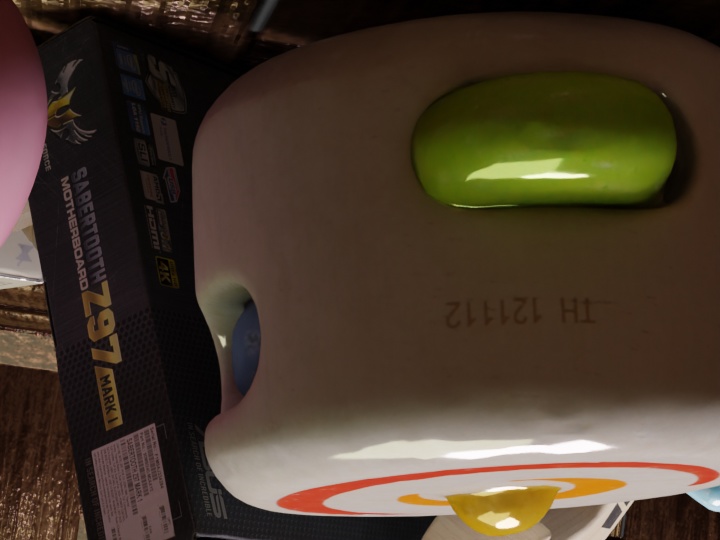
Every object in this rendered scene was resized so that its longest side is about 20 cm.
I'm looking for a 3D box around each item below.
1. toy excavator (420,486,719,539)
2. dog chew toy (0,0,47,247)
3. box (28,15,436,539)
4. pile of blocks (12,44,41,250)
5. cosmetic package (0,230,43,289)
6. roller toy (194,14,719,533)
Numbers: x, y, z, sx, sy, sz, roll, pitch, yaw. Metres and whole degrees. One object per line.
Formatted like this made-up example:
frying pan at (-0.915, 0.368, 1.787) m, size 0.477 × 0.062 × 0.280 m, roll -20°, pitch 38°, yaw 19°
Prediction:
toy excavator at (0.119, 0.060, 0.774) m, size 0.100 × 0.200 × 0.194 m, roll 35°, pitch -172°, yaw 28°
dog chew toy at (-0.195, -0.061, 0.582) m, size 0.199 × 0.125 × 0.124 m, roll 21°, pitch 168°, yaw -32°
box at (-0.046, 0.020, 0.740) m, size 0.051 × 0.201 × 0.157 m, roll -24°, pitch 156°, yaw 29°
pile of blocks at (-0.136, -0.065, 0.810) m, size 0.062 × 0.082 × 0.200 m, roll 51°, pitch 178°, yaw 20°
cosmetic package at (-0.244, -0.031, 1.125) m, size 0.105 × 0.071 × 0.200 m, roll 11°, pitch 173°, yaw -24°
roller toy at (0.042, 0.012, 0.625) m, size 0.182 × 0.140 × 0.200 m, roll -11°, pitch 166°, yaw 33°
